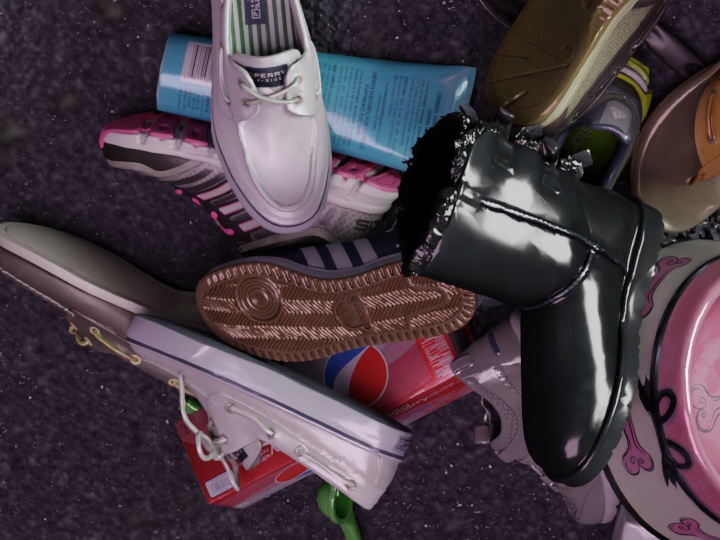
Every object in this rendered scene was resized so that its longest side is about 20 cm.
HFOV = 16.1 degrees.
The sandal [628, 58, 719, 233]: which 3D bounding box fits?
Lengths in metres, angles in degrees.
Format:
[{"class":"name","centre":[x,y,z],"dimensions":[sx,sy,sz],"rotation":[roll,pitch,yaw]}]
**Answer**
[{"class":"sandal","centre":[0.245,-0.097,1.594],"dimensions":[0.080,0.054,0.200],"rotation":[40,112,-20]}]

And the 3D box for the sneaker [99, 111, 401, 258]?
[{"class":"sneaker","centre":[-0.077,-0.046,1.663],"dimensions":[0.199,0.074,0.088],"rotation":[13,109,-2]}]

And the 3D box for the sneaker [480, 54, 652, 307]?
[{"class":"sneaker","centre":[0.115,-0.049,1.620],"dimensions":[0.074,0.081,0.200],"rotation":[26,123,-8]}]

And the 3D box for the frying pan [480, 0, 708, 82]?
[{"class":"frying pan","centre":[0.158,-0.188,1.585],"dimensions":[0.189,0.031,0.115],"rotation":[16,118,-13]}]

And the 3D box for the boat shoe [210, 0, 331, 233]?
[{"class":"boat shoe","centre":[-0.063,-0.123,1.587],"dimensions":[0.073,0.067,0.201],"rotation":[-13,87,-6]}]

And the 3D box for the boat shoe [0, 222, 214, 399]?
[{"class":"boat shoe","centre":[-0.161,0.031,1.713],"dimensions":[0.201,0.072,0.060],"rotation":[25,111,-7]}]

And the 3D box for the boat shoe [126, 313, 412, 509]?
[{"class":"boat shoe","centre":[-0.071,0.100,1.639],"dimensions":[0.201,0.075,0.086],"rotation":[25,94,10]}]

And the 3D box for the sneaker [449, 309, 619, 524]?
[{"class":"sneaker","centre":[0.115,0.099,1.673],"dimensions":[0.082,0.075,0.200],"rotation":[-22,131,5]}]

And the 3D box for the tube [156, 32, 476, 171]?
[{"class":"tube","centre":[-0.030,-0.111,1.642],"dimensions":[0.199,0.050,0.078],"rotation":[11,100,2]}]

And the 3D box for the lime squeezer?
[{"class":"lime squeezer","centre":[-0.037,0.152,1.767],"dimensions":[0.071,0.038,0.200],"rotation":[-37,105,22]}]

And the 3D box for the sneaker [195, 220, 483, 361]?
[{"class":"sneaker","centre":[0.000,0.000,1.621],"dimensions":[0.199,0.109,0.070],"rotation":[-5,116,27]}]

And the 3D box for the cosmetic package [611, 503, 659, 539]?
[{"class":"cosmetic package","centre":[0.259,0.243,1.714],"dimensions":[0.199,0.123,0.201],"rotation":[11,114,4]}]

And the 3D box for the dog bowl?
[{"class":"dog bowl","centre":[0.240,0.076,1.588],"dimensions":[0.074,0.200,0.200],"rotation":[-9,119,55]}]

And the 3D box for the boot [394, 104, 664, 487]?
[{"class":"boot","centre":[0.092,0.011,1.506],"dimensions":[0.162,0.199,0.073],"rotation":[24,162,-31]}]

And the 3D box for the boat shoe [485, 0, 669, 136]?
[{"class":"boat shoe","centre":[0.151,-0.169,1.546],"dimensions":[0.072,0.066,0.201],"rotation":[36,93,24]}]

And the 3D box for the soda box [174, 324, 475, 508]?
[{"class":"soda box","centre":[-0.018,0.087,1.693],"dimensions":[0.200,0.070,0.064],"rotation":[-28,74,13]}]
